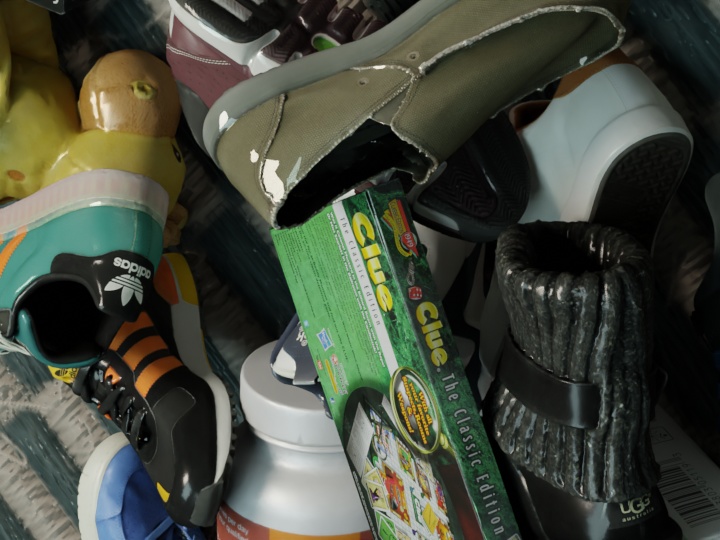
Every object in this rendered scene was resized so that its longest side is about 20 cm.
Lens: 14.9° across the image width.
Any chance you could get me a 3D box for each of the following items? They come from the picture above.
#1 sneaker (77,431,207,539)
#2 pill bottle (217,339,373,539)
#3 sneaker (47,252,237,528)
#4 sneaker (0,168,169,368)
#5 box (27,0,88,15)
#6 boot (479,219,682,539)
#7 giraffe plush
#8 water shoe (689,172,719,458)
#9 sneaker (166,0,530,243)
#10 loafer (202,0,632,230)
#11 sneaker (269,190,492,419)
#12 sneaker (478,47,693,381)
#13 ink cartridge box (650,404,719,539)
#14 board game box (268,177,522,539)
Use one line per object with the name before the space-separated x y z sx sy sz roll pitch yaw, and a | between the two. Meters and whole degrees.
sneaker | -0.089 0.186 1.580 0.111 0.077 0.201 14 127 41
pill bottle | -0.022 0.142 1.469 0.112 0.112 0.201 18 122 32
sneaker | -0.124 0.062 1.459 0.201 0.089 0.070 -108 29 -49
sneaker | -0.170 0.016 1.408 0.071 0.080 0.200 22 150 -29
box | -0.183 -0.241 1.375 0.199 0.124 0.149 25 127 29
boot | 0.076 0.052 1.265 0.211 0.079 0.159 13 118 59
giraffe plush | -0.164 -0.073 1.456 0.161 0.173 0.201 18 117 5
water shoe | 0.194 0.039 1.276 0.079 0.071 0.201 48 145 49
sneaker | -0.012 -0.068 1.310 0.200 0.076 0.116 39 150 7
loafer | 0.032 -0.072 1.203 0.075 0.199 0.070 53 -166 -60
sneaker | 0.000 0.000 1.358 0.079 0.129 0.200 -3 112 40
sneaker | 0.098 -0.030 1.316 0.085 0.072 0.200 62 146 31
ink cartridge box | 0.145 0.170 1.341 0.161 0.050 0.201 -131 33 -56
board game box | 0.019 0.064 1.265 0.105 0.023 0.201 -17 91 63
